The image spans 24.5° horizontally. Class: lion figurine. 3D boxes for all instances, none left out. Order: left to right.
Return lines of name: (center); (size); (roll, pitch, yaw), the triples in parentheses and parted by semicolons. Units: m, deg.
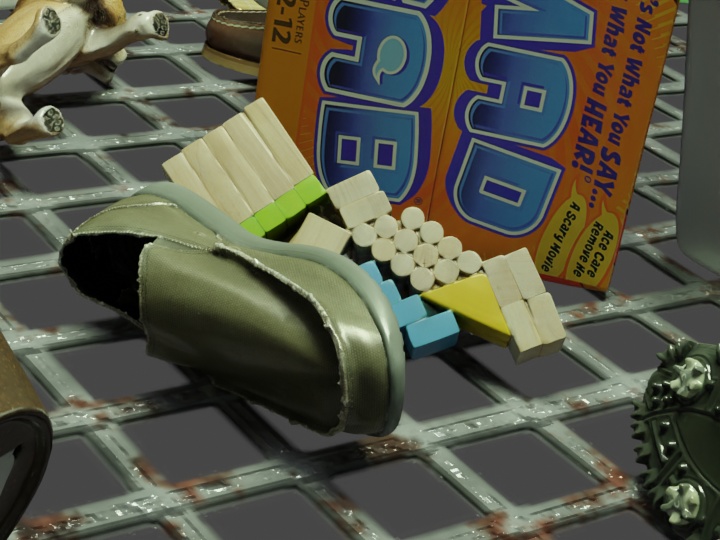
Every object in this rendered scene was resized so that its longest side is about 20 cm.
lion figurine: (-0.181, -0.116, 0.907); (0.122, 0.073, 0.200); (-13, 18, 35)

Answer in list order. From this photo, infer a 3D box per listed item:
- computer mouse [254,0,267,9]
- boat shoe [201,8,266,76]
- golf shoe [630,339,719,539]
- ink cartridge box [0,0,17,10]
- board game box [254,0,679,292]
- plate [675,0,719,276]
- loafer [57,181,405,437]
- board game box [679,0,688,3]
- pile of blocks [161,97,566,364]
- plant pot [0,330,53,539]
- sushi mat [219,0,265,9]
computer mouse: (0.021, -0.203, 1.093); (0.199, 0.110, 0.044); (-18, 55, 9)
boat shoe: (0.000, -0.153, 1.064); (0.199, 0.071, 0.070); (6, 25, -9)
golf shoe: (0.188, 0.099, 0.644); (0.088, 0.077, 0.200); (15, 19, -44)
ink cartridge box: (-0.329, -0.215, 1.037); (0.199, 0.085, 0.145); (-15, 36, -41)
board game box: (0.064, -0.137, 0.903); (0.199, 0.201, 0.200); (13, 26, 5)
plate: (0.241, -0.052, 0.805); (0.032, 0.200, 0.200); (-31, 44, -28)
loafer: (-0.059, 0.022, 0.692); (0.069, 0.076, 0.200); (-18, 28, -37)
board game box: (0.346, -0.261, 1.468); (0.199, 0.029, 0.135); (6, 27, -12)
pile of blocks: (0.000, 0.000, 0.777); (0.199, 0.082, 0.062); (30, -15, 10)
plant pot: (-0.202, 0.024, 0.528); (0.200, 0.187, 0.187); (36, 32, 14)
sushi mat: (0.004, -0.177, 1.177); (0.199, 0.012, 0.096); (-2, 28, -26)
